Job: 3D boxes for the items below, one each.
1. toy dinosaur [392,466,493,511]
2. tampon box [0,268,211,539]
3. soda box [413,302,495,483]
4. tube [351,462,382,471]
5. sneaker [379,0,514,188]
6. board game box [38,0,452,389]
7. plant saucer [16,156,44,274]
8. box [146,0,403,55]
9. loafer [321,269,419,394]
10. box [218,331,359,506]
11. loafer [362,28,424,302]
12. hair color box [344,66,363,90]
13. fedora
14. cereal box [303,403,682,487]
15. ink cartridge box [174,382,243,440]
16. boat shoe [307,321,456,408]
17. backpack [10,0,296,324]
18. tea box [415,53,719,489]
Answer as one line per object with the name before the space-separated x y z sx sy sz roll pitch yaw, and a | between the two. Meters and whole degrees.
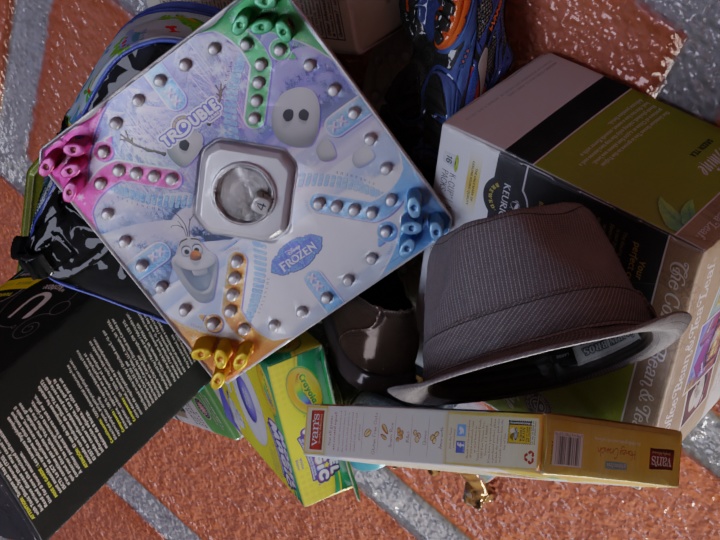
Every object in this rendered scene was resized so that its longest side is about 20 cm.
toy dinosaur | 0.057 0.131 1.256 0.106 0.061 0.200 43 -178 37
tampon box | -0.244 0.090 1.209 0.149 0.200 0.127 -1 123 45
soda box | 0.063 0.061 1.227 0.200 0.068 0.064 49 138 7
tube | -0.026 0.078 1.295 0.077 0.051 0.201 7 136 42
sneaker | 0.067 -0.129 1.066 0.075 0.078 0.202 35 123 45
board game box | -0.075 -0.048 1.013 0.199 0.026 0.201 -34 105 16
plant saucer | -0.246 -0.049 1.364 0.199 0.047 0.202 -35 48 49
box | -0.056 -0.236 1.111 0.198 0.109 0.129 13 126 37
loafer | 0.000 0.000 1.115 0.201 0.072 0.072 58 140 46
box | -0.061 0.089 1.157 0.200 0.048 0.119 32 139 60
loafer | 0.047 -0.078 1.155 0.069 0.069 0.203 1 100 38
hair color box | -0.057 -0.076 1.253 0.111 0.064 0.200 48 137 5
fedora | 0.094 0.016 0.903 0.175 0.200 0.091 -17 77 20
cereal box | 0.081 0.108 0.996 0.199 0.143 0.040 -1 81 44
ink cartridge box | -0.152 0.053 1.359 0.199 0.084 0.147 4 127 60
boat shoe | -0.012 0.082 1.180 0.199 0.091 0.071 2 128 41
backpack | -0.118 -0.079 1.096 0.181 0.147 0.201 22 117 -9
tea box | 0.154 -0.002 1.053 0.196 0.133 0.202 30 133 26
